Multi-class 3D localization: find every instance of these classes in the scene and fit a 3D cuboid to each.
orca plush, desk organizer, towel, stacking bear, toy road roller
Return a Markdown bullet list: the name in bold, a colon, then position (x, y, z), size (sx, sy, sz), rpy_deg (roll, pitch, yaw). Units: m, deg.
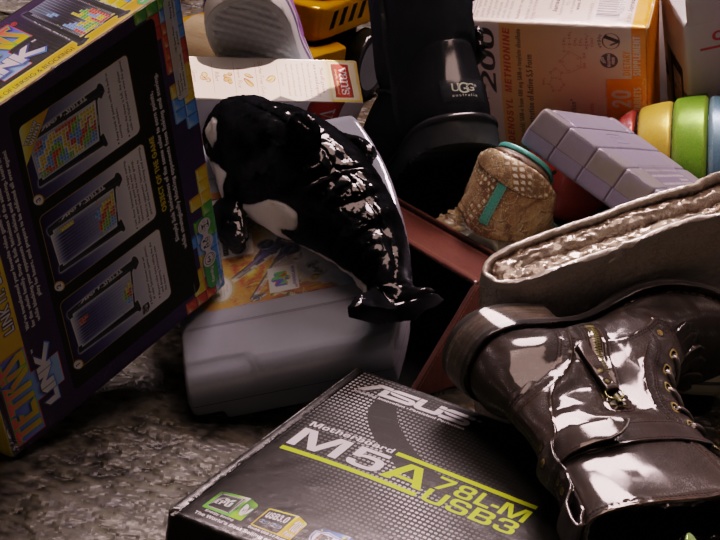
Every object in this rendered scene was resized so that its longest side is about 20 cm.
- **orca plush**: position (-0.034, -0.049, 1.066), size (0.105, 0.071, 0.200), rpy_deg (-19, 46, -7)
- **desk organizer**: position (0.000, 0.000, 1.167), size (0.077, 0.072, 0.200), rpy_deg (-14, 31, -37)
- **towel**: position (0.154, 0.014, 1.059), size (0.199, 0.133, 0.035), rpy_deg (-19, 51, -15)
- **stacking bear**: position (0.215, -0.071, 1.357), size (0.199, 0.122, 0.114), rpy_deg (2, -8, 11)
- **toy road roller**: position (-0.063, -0.208, 1.524), size (0.123, 0.146, 0.200), rpy_deg (19, 26, 24)

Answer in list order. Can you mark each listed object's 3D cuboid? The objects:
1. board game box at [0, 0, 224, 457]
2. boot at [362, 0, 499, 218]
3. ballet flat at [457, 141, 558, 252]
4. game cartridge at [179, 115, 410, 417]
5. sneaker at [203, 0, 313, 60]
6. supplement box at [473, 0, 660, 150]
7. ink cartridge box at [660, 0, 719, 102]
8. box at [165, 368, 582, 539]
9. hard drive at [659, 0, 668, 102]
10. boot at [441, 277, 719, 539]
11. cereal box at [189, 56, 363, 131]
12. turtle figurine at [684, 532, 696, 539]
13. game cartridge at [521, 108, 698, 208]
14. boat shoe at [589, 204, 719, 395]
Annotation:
- **board game box**: position (-0.152, -0.032, 0.973), size (0.057, 0.200, 0.165), rpy_deg (27, 49, 32)
- **boot**: position (0.032, -0.129, 1.253), size (0.076, 0.169, 0.200), rpy_deg (1, -17, -18)
- **ballet flat**: position (0.090, -0.022, 1.214), size (0.070, 0.065, 0.200), rpy_deg (30, -8, 18)
- **game cartridge**: position (-0.039, -0.009, 1.103), size (0.133, 0.042, 0.200), rpy_deg (-14, 45, 4)
- **sneaker**: position (-0.065, -0.159, 1.286), size (0.072, 0.201, 0.115), rpy_deg (-9, 56, -2)
- **supplement box**: position (0.119, -0.151, 1.430), size (0.199, 0.126, 0.074), rpy_deg (4, 42, 15)
- **ink cartridge box**: position (0.285, -0.156, 1.412), size (0.115, 0.200, 0.067), rpy_deg (-12, 36, -2)
- **box**: position (0.038, 0.126, 0.920), size (0.199, 0.048, 0.193), rpy_deg (19, 27, 23)
- **hard drive**: position (0.226, -0.168, 1.477), size (0.199, 0.132, 0.025), rpy_deg (21, 37, -13)
- **boot**: position (0.149, 0.080, 0.953), size (0.199, 0.069, 0.174), rpy_deg (-6, 32, -26)
- **cereal box**: position (-0.111, -0.084, 1.245), size (0.199, 0.144, 0.040), rpy_deg (0, 61, -17)
- **turtle figurine**: position (0.237, 0.134, 0.824), size (0.193, 0.201, 0.144), rpy_deg (5, 6, 16)
- **game cartridge**: position (0.180, -0.051, 1.210), size (0.130, 0.038, 0.200), rpy_deg (42, 15, 13)
- **boat shoe**: position (0.177, 0.016, 1.197), size (0.074, 0.062, 0.200), rpy_deg (5, 25, -11)
